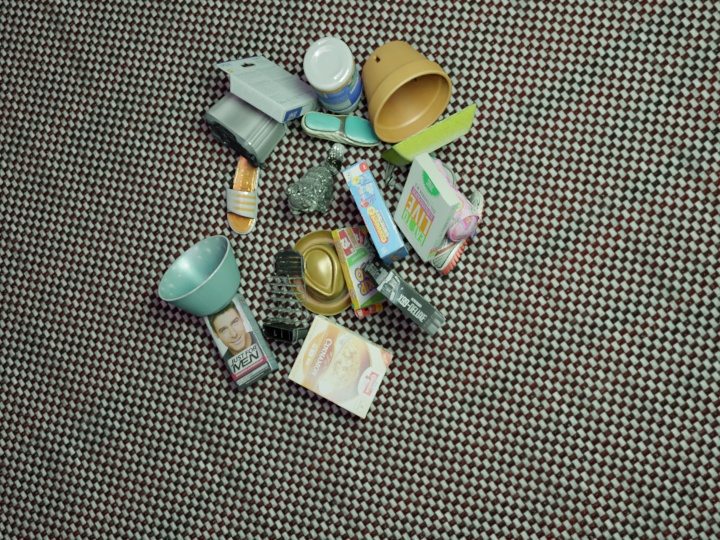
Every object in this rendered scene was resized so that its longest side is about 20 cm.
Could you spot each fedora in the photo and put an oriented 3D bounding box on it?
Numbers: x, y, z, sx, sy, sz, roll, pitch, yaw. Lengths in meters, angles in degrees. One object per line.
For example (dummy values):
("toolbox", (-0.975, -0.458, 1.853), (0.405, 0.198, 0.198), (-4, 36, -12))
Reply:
("fedora", (-0.088, 0.003, 1.276), (0.194, 0.082, 0.207), (0, 87, 8))

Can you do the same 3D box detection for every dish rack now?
("dish rack", (-0.173, 0.055, 1.255), (0.053, 0.152, 0.207), (-4, 93, -37))

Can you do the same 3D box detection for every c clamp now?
("c clamp", (0.134, -0.195, 1.287), (0.199, 0.027, 0.172), (40, 93, 7))

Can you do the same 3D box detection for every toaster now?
("toaster", (-0.263, -0.342, 1.295), (0.198, 0.114, 0.130), (36, 78, 17))

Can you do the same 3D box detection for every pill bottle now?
("pill bottle", (-0.054, -0.428, 1.237), (0.109, 0.200, 0.116), (-1, 87, 9))

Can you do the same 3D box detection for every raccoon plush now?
("raccoon plush", (-0.111, -0.219, 1.266), (0.094, 0.134, 0.206), (15, 89, 9))

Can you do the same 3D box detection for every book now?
("book", (0.140, -0.128, 1.162), (0.047, 0.202, 0.135), (-20, 63, -21))

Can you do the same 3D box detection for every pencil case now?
("pencil case", (0.184, -0.158, 1.199), (0.086, 0.088, 0.202), (-33, 61, 5))

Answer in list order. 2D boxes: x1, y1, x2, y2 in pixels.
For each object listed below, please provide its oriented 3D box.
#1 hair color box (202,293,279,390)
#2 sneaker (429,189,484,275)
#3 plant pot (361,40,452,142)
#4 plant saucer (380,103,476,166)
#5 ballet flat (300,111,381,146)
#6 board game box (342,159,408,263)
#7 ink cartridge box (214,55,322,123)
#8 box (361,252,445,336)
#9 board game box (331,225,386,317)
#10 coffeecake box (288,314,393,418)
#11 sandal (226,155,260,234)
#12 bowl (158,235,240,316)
("hair color box", (-0.286, 0.168, 1.305), (0.097, 0.061, 0.203), (-30, 83, 5))
("sneaker", (0.216, -0.094, 1.242), (0.081, 0.078, 0.203), (30, 91, 3))
("plant pot", (0.090, -0.413, 1.233), (0.197, 0.200, 0.142), (-29, 67, 5))
("plant saucer", (0.150, -0.285, 1.201), (0.196, 0.200, 0.049), (-28, 99, -2))
("ballet flat", (-0.045, -0.334, 1.301), (0.194, 0.062, 0.069), (12, 80, -9))
("board game box", (0.038, -0.121, 1.209), (0.055, 0.200, 0.200), (-25, 83, 6))
("ink cartridge box", (-0.207, -0.423, 1.269), (0.197, 0.196, 0.044), (32, 124, 9))
("box", (0.087, 0.047, 1.171), (0.157, 0.200, 0.050), (41, 93, -14))
("board game box", (0.000, 0.000, 1.264), (0.030, 0.094, 0.206), (-18, 85, 44))
("coffeecake box", (-0.044, 0.217, 1.257), (0.196, 0.073, 0.157), (26, 90, 4))
("sandal", (-0.290, -0.197, 1.327), (0.077, 0.059, 0.213), (5, 87, 9))
("bowl", (-0.358, 0.026, 1.276), (0.198, 0.202, 0.106), (-32, 125, 5))
